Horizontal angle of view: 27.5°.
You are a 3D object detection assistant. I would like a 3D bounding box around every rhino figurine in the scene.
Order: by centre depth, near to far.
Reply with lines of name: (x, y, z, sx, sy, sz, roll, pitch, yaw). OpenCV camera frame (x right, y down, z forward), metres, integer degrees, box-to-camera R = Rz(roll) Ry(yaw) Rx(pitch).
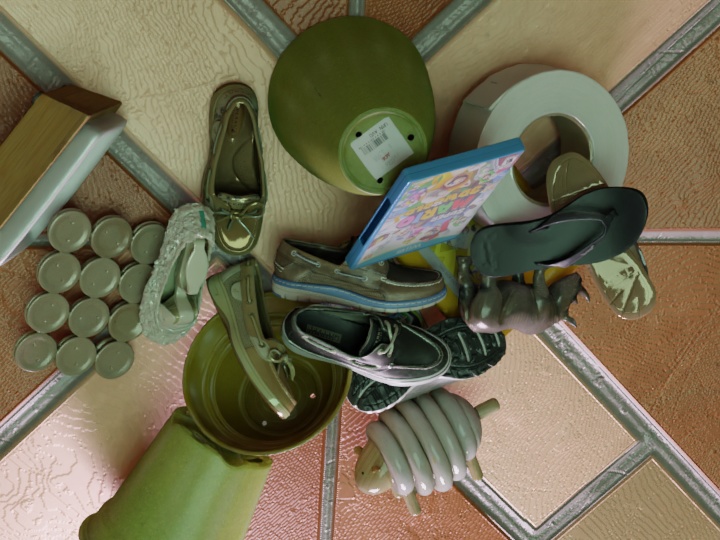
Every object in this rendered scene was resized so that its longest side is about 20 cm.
rhino figurine: (0.192, 0.031, 1.707, 0.199, 0.060, 0.088, 3, 94, -36)

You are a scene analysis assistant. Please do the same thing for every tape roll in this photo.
tape roll: (0.200, -0.131, 1.660, 0.201, 0.071, 0.204, -6, 106, -22)

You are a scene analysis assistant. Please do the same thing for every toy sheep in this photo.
toy sheep: (0.081, 0.209, 1.775, 0.199, 0.138, 0.138, -29, 115, -14)

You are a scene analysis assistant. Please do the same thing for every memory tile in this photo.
memory tile: (-0.303, 0.028, 1.661, 0.153, 0.017, 0.201, 7, 110, -35)

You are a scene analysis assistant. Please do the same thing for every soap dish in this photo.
soap dish: (-0.342, -0.107, 1.555, 0.081, 0.157, 0.200, 40, 101, -5)

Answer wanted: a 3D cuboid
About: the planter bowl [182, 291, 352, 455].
planter bowl: (-0.099, 0.132, 1.706, 0.199, 0.201, 0.084, -24, 152, 0)

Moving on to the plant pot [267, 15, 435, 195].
plant pot: (0.004, -0.156, 1.567, 0.186, 0.200, 0.188, -4, 113, -9)

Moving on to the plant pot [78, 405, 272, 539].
plant pot: (-0.199, 0.267, 1.709, 0.200, 0.200, 0.185, 24, 103, -19)

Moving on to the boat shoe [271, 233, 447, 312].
boat shoe: (0.000, 0.000, 1.652, 0.199, 0.072, 0.073, 3, 112, -2)

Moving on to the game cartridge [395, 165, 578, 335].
game cartridge: (0.147, -0.025, 1.723, 0.176, 0.032, 0.200, -43, 113, -4)

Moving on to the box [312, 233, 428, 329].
box: (0.015, 0.058, 1.748, 0.110, 0.035, 0.201, -28, 114, 2)

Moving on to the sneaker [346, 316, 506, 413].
sneaker: (0.074, 0.108, 1.716, 0.199, 0.079, 0.074, -20, 83, -5)

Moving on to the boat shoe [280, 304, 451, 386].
boat shoe: (0.012, 0.082, 1.632, 0.199, 0.064, 0.071, 11, 74, -14)

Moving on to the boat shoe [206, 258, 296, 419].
boat shoe: (-0.111, 0.074, 1.652, 0.063, 0.201, 0.073, -29, 144, 1)

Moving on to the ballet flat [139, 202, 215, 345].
ballet flat: (-0.203, 0.018, 1.648, 0.071, 0.072, 0.201, 7, 125, -13)

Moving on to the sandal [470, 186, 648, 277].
sandal: (0.217, -0.033, 1.590, 0.199, 0.043, 0.077, -18, 98, 11)

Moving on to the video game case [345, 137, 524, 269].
video game case: (0.076, -0.068, 1.552, 0.142, 0.200, 0.018, -17, 71, -26)

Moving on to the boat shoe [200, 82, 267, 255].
boat shoe: (-0.141, -0.105, 1.636, 0.073, 0.063, 0.201, -6, 113, -9)

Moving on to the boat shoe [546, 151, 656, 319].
boat shoe: (0.266, -0.040, 1.638, 0.072, 0.065, 0.201, -30, 95, 12)
